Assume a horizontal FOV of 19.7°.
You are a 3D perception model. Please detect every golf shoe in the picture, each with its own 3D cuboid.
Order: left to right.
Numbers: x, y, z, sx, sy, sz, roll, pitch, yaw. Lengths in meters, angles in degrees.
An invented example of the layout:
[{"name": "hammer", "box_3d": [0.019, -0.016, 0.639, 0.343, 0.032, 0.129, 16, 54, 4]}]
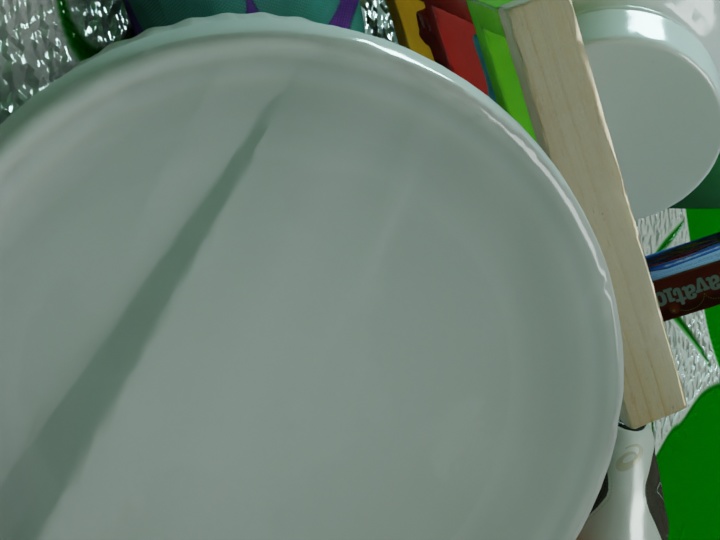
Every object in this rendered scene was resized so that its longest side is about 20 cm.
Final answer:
[{"name": "golf shoe", "box_3d": [0.082, 0.091, 0.866, 0.200, 0.077, 0.096, -169, -93, -73]}]

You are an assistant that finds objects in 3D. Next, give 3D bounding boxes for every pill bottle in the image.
[{"name": "pill bottle", "box_3d": [0.096, -0.113, 0.859, 0.201, 0.111, 0.113, -90, 166, -52]}]

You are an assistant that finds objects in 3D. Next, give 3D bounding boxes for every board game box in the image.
[{"name": "board game box", "box_3d": [0.110, 0.012, 0.880, 0.103, 0.199, 0.020, -29, 98, -60]}]

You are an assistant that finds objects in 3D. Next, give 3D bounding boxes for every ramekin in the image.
[{"name": "ramekin", "box_3d": [-0.031, 0.018, 0.597, 0.094, 0.200, 0.204, -113, -165, -67]}]

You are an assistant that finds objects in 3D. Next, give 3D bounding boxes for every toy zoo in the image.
[{"name": "toy zoo", "box_3d": [0.047, -0.037, 0.683, 0.200, 0.020, 0.132, -133, -156, -72]}]

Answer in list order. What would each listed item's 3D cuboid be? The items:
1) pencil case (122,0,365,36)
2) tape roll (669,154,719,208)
[{"name": "pencil case", "box_3d": [-0.030, -0.081, 0.697, 0.092, 0.085, 0.201, -30, 127, -24]}, {"name": "tape roll", "box_3d": [0.168, -0.068, 0.981, 0.200, 0.199, 0.049, -22, 111, -62]}]
